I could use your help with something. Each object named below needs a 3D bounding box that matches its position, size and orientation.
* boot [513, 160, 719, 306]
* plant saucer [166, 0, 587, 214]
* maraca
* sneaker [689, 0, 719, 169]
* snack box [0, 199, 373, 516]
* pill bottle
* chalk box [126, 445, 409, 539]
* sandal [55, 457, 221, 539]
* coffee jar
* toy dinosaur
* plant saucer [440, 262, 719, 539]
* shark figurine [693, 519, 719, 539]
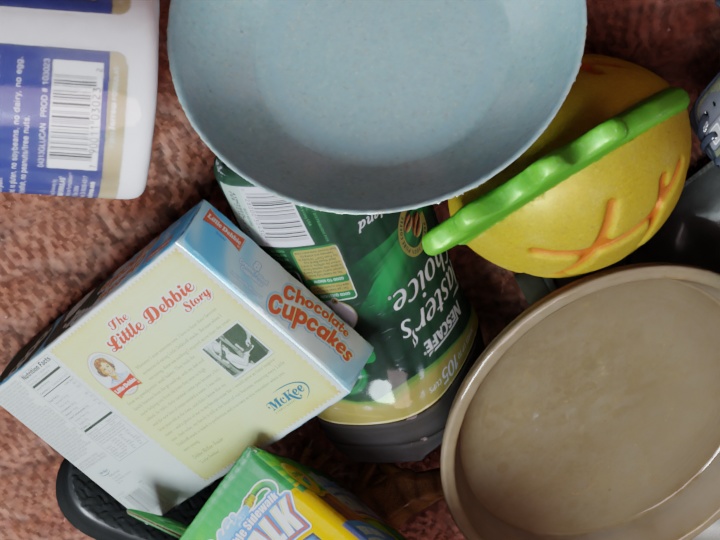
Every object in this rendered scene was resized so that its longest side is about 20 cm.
[{"bbox_3d":[0.206,0.015,1.240,0.200,0.073,0.182,-30,122,4],"label":"boot"},{"bbox_3d":[0.009,-0.111,1.081,0.200,0.201,0.039,-13,156,1],"label":"plant saucer"},{"bbox_3d":[0.098,-0.049,1.117,0.137,0.200,0.107,-36,86,21],"label":"maraca"},{"bbox_3d":[0.205,-0.054,1.147,0.081,0.200,0.074,7,165,20],"label":"sneaker"},{"bbox_3d":[-0.097,0.052,1.171,0.116,0.037,0.200,41,137,-13],"label":"snack box"},{"bbox_3d":[-0.199,-0.094,1.072,0.199,0.111,0.111,4,121,-9],"label":"pill bottle"},{"bbox_3d":[-0.033,0.176,1.170,0.124,0.200,0.125,-53,160,3],"label":"chalk box"},{"bbox_3d":[-0.086,0.157,1.290,0.200,0.075,0.048,32,139,-16],"label":"sandal"},{"bbox_3d":[0.000,0.000,1.172,0.085,0.104,0.200,-1,127,27],"label":"coffee jar"},{"bbox_3d":[-0.009,0.145,1.258,0.200,0.106,0.060,-40,116,7],"label":"toy dinosaur"},{"bbox_3d":[0.132,0.077,1.191,0.200,0.029,0.200,-11,125,-15],"label":"plant saucer"},{"bbox_3d":[0.272,0.123,1.297,0.214,0.090,0.128,-40,119,18],"label":"shark figurine"}]
